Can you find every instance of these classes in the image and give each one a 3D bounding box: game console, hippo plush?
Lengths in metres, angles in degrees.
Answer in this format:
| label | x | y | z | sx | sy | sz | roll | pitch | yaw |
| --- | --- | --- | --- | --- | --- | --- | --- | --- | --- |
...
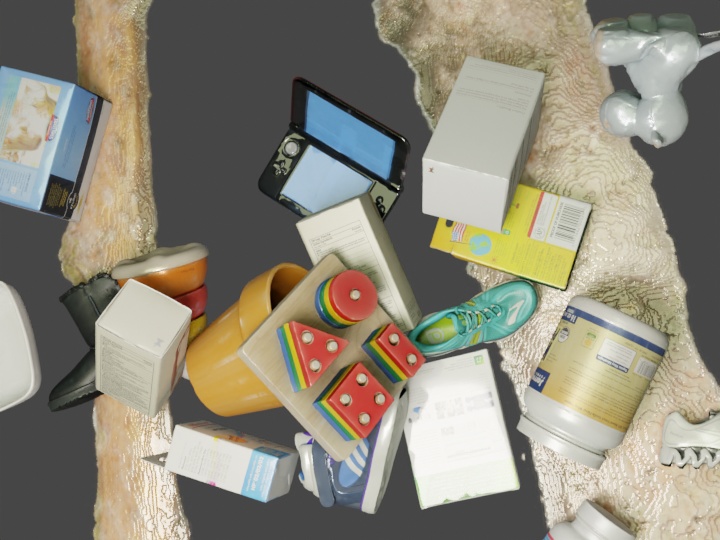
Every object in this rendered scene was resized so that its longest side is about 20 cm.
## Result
| label | x | y | z | sx | sy | sz | roll | pitch | yaw |
| --- | --- | --- | --- | --- | --- | --- | --- | --- | --- |
| game console | -0.044 | -0.149 | 1.518 | 0.200 | 0.119 | 0.172 | 32 | 92 | 13 |
| hippo plush | 0.407 | -0.257 | 1.438 | 0.200 | 0.159 | 0.161 | 11 | 118 | 27 |

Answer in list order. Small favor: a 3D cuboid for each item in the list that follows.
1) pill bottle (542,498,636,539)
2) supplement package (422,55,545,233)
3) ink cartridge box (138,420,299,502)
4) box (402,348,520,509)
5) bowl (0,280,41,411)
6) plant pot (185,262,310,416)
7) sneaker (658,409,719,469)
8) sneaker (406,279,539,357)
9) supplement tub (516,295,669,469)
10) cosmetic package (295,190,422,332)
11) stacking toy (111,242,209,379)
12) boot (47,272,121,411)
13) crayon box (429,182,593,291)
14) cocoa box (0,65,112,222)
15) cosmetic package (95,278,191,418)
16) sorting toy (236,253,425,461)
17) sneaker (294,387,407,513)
| label | x | y | z | sx | sy | sz | roll | pitch | yaw |
| --- | --- | --- | --- | --- | --- | --- | --- | --- | --- |
| pill bottle | 0.275 | 0.409 | 1.405 | 0.109 | 0.109 | 0.200 | 36 | 93 | 13 |
| supplement package | 0.167 | -0.173 | 1.433 | 0.117 | 0.117 | 0.200 | 16 | 58 | 13 |
| ink cartridge box | -0.201 | 0.266 | 1.518 | 0.200 | 0.115 | 0.068 | 15 | 88 | 13 |
| box | 0.134 | 0.223 | 1.491 | 0.144 | 0.036 | 0.200 | -14 | 81 | 11 |
| bowl | -0.589 | 0.130 | 1.636 | 0.199 | 0.075 | 0.200 | -19 | 81 | 10 |
| plant pot | -0.138 | 0.116 | 1.490 | 0.183 | 0.200 | 0.200 | -26 | 80 | 24 |
| sneaker | 0.499 | 0.225 | 1.395 | 0.200 | 0.075 | 0.081 | 1 | 77 | 12 |
| sneaker | 0.156 | 0.073 | 1.475 | 0.200 | 0.080 | 0.078 | -25 | 81 | 9 |
| supplement tub | 0.305 | 0.148 | 1.403 | 0.144 | 0.144 | 0.200 | 26 | 91 | 13 |
| cosmetic package | 0.000 | 0.000 | 1.488 | 0.105 | 0.071 | 0.200 | -19 | 98 | 17 |
| stacking toy | -0.275 | 0.068 | 1.560 | 0.146 | 0.146 | 0.200 | -11 | 98 | 11 |
| boot | -0.409 | 0.104 | 1.600 | 0.198 | 0.073 | 0.163 | -27 | 82 | 2 |
| crayon box | 0.212 | -0.060 | 1.488 | 0.200 | 0.051 | 0.127 | 19 | 89 | 13 |
| cocoa box | -0.487 | -0.190 | 1.611 | 0.133 | 0.131 | 0.200 | 15 | 89 | 13 |
| cosmetic package | -0.301 | 0.111 | 1.457 | 0.103 | 0.200 | 0.087 | 28 | 57 | 2 |
| sorting toy | -0.021 | 0.104 | 1.368 | 0.199 | 0.070 | 0.200 | 48 | 56 | -10 |
| sneaker | -0.024 | 0.237 | 1.485 | 0.146 | 0.081 | 0.200 | 18 | 108 | 15 |
